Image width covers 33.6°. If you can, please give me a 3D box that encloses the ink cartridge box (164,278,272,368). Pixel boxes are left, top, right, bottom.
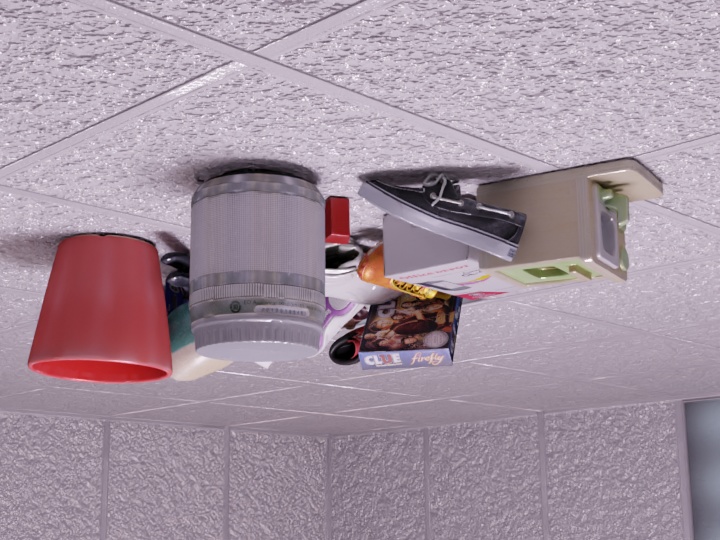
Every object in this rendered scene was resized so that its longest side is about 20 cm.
[{"bbox_3d":[-0.220,0.076,1.891,0.198,0.095,0.037,28,117,-24],"label":"ink cartridge box"}]

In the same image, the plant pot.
[{"bbox_3d":[-0.357,0.054,1.661,0.196,0.181,0.201,1,166,0],"label":"plant pot"}]

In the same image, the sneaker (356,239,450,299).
[{"bbox_3d":[0.071,0.001,1.664,0.198,0.077,0.074,4,123,-50],"label":"sneaker"}]

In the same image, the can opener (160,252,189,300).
[{"bbox_3d":[-0.247,0.000,1.698,0.078,0.064,0.200,-27,169,5],"label":"can opener"}]

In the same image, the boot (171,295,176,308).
[{"bbox_3d":[-0.386,0.062,2.015,0.185,0.070,0.200,-4,176,-21],"label":"boot"}]

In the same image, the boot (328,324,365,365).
[{"bbox_3d":[0.046,0.111,2.040,0.197,0.073,0.144,-23,178,13],"label":"boot"}]

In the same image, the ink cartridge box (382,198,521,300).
[{"bbox_3d":[0.143,-0.025,1.570,0.146,0.087,0.198,-12,164,40],"label":"ink cartridge box"}]

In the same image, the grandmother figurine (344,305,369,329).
[{"bbox_3d":[-0.002,0.063,2.013,0.120,0.061,0.200,-26,177,-30],"label":"grandmother figurine"}]

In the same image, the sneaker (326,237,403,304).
[{"bbox_3d":[0.000,0.000,1.696,0.197,0.075,0.115,-1,164,-21],"label":"sneaker"}]

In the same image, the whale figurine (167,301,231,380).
[{"bbox_3d":[-0.247,0.107,1.785,0.157,0.105,0.200,-21,172,-17],"label":"whale figurine"}]

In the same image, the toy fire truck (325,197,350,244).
[{"bbox_3d":[-0.098,-0.047,1.541,0.138,0.050,0.200,1,168,-16],"label":"toy fire truck"}]

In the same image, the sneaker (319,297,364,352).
[{"bbox_3d":[-0.043,0.070,1.873,0.200,0.075,0.099,-41,170,32],"label":"sneaker"}]

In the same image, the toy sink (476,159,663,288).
[{"bbox_3d":[0.254,-0.047,1.420,0.197,0.114,0.130,-8,165,30],"label":"toy sink"}]

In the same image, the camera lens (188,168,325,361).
[{"bbox_3d":[-0.118,-0.006,1.376,0.157,0.204,0.160,-1,167,0],"label":"camera lens"}]

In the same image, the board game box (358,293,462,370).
[{"bbox_3d":[0.079,0.064,1.750,0.133,0.201,0.035,-5,126,15],"label":"board game box"}]

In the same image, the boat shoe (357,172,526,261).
[{"bbox_3d":[0.095,-0.077,1.380,0.197,0.069,0.073,22,-176,15],"label":"boat shoe"}]
